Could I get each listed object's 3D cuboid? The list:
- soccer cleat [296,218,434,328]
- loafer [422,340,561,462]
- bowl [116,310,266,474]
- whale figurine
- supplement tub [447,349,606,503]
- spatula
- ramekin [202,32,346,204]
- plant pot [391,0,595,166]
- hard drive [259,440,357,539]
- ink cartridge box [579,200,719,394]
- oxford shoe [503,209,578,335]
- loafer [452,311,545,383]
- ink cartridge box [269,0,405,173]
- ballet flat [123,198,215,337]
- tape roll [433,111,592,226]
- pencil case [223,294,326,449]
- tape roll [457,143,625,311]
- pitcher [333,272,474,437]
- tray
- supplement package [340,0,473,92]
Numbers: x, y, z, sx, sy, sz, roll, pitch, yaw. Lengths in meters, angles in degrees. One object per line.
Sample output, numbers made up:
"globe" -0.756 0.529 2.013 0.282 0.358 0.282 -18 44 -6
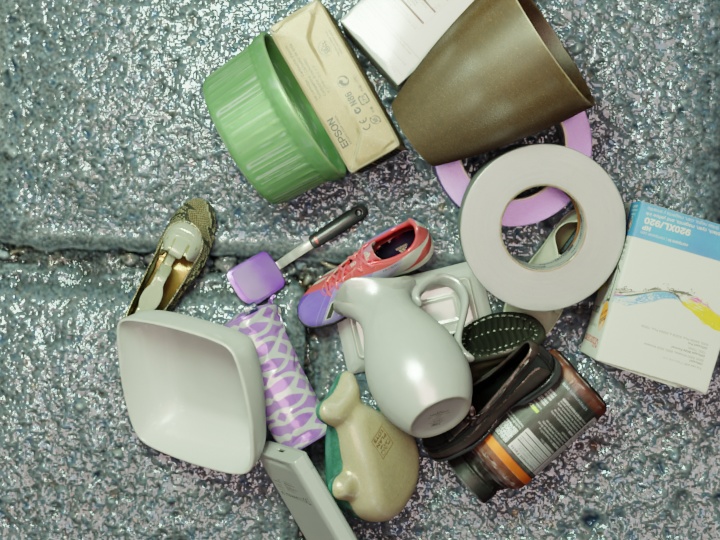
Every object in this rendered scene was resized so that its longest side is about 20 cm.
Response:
"soccer cleat" 0.000 0.000 1.724 0.199 0.073 0.068 -32 65 1
"loafer" 0.149 0.154 1.671 0.200 0.072 0.063 -37 128 10
"bowl" -0.199 0.142 1.701 0.199 0.075 0.201 13 121 29
"whale figurine" -0.008 0.219 1.702 0.103 0.159 0.201 -3 129 39
"supplement tub" 0.205 0.200 1.718 0.200 0.107 0.107 -42 90 3
"spatula" -0.076 -0.026 1.760 0.199 0.021 0.057 -32 89 2
"ramekin" -0.108 -0.179 1.672 0.097 0.200 0.201 -29 91 10
"plant pot" 0.143 -0.216 1.618 0.199 0.187 0.187 -34 91 17
"hard drive" -0.052 0.307 1.700 0.027 0.132 0.201 -34 104 -22
"ink cartridge box" 0.372 0.031 1.684 0.144 0.147 0.201 16 92 1
"oxford shoe" 0.241 0.011 1.734 0.075 0.058 0.201 31 95 -3
"loafer" 0.144 0.113 1.734 0.199 0.073 0.071 -19 131 17
"ink cartridge box" -0.025 -0.220 1.679 0.075 0.165 0.201 -30 90 5
"ballet flat" -0.243 0.001 1.740 0.068 0.075 0.201 28 93 2
"tape roll" 0.189 -0.156 1.725 0.198 0.066 0.202 0 93 2
"pencil case" -0.105 0.134 1.741 0.085 0.084 0.201 -26 93 -22
"tape roll" 0.218 -0.054 1.664 0.199 0.066 0.202 0 97 0
"pitcher" 0.079 0.092 1.662 0.170 0.122 0.201 -15 54 -16
"tray" 0.068 0.060 1.759 0.199 0.022 0.108 -14 91 2
"supplement package" 0.085 -0.330 1.697 0.200 0.114 0.110 -43 89 3
